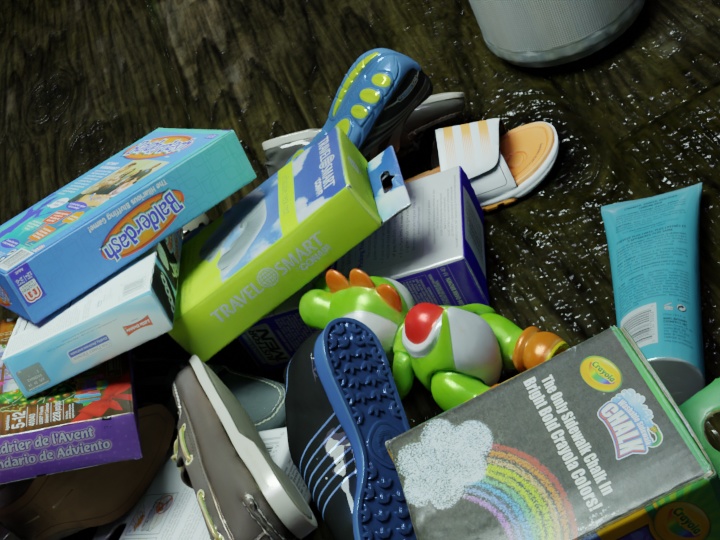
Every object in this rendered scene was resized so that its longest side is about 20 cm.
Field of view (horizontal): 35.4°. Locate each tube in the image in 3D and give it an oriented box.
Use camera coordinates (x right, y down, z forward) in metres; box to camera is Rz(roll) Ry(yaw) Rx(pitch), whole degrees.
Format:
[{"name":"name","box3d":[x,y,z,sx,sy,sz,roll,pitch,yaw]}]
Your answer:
[{"name":"tube","box3d":[0.204,0.007,0.781,0.077,0.051,0.201,-9,39,19]}]

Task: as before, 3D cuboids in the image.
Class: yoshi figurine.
[{"name":"yoshi figurine","box3d":[0.046,0.066,0.804,0.199,0.112,0.113,23,102,30]}]

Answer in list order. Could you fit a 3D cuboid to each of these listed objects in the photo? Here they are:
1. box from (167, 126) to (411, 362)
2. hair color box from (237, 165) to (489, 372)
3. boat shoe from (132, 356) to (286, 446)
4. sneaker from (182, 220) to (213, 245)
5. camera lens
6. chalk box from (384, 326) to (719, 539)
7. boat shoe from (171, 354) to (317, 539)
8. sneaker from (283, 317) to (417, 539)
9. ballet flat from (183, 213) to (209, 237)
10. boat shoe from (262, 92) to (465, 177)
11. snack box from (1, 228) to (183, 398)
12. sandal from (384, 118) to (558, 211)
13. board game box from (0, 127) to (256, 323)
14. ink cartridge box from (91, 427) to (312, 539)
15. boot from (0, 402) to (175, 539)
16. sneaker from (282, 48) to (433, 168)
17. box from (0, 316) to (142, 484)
[{"name":"box","box3d":[-0.059,-0.028,0.857,0.199,0.048,0.122,-37,25,13]},{"name":"hair color box","box3d":[0.000,0.000,0.906,0.198,0.065,0.110,-16,41,18]},{"name":"boat shoe","box3d":[-0.137,0.103,0.888,0.199,0.062,0.073,-1,47,32]},{"name":"sneaker","box3d":[-0.166,0.020,0.991,0.199,0.072,0.073,-27,45,10]},{"name":"camera lens","box3d":[0.159,-0.296,1.003,0.159,0.201,0.161,-18,41,16]},{"name":"chalk box","box3d":[0.136,0.129,0.633,0.199,0.124,0.125,-26,38,5]},{"name":"boat shoe","box3d":[-0.093,0.123,0.747,0.059,0.072,0.200,-40,36,-4]},{"name":"sneaker","box3d":[-0.003,0.135,0.743,0.078,0.070,0.202,-41,54,48]},{"name":"ballet flat","box3d":[-0.228,0.004,1.056,0.199,0.070,0.070,-29,39,4]},{"name":"boat shoe","box3d":[0.006,-0.116,1.042,0.198,0.057,0.067,-13,6,16]},{"name":"snack box","box3d":[-0.195,0.014,0.855,0.115,0.037,0.200,-25,22,4]},{"name":"sandal","box3d":[0.066,-0.081,0.950,0.205,0.059,0.079,-23,40,11]},{"name":"board game box","box3d":[-0.197,-0.042,0.869,0.199,0.045,0.152,-37,24,-22]},{"name":"ink cartridge box","box3d":[-0.129,0.210,0.786,0.173,0.044,0.201,-15,39,40]},{"name":"boot","box3d":[-0.243,0.171,0.867,0.200,0.070,0.146,-41,15,-25]},{"name":"sneaker","box3d":[-0.005,-0.097,0.971,0.200,0.082,0.071,-53,45,27]},{"name":"box","box3d":[-0.236,0.086,0.834,0.136,0.039,0.200,-10,23,-11]}]
